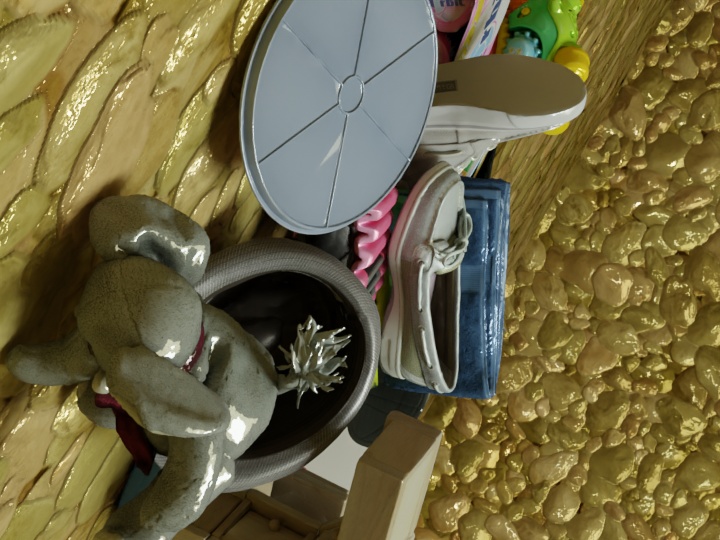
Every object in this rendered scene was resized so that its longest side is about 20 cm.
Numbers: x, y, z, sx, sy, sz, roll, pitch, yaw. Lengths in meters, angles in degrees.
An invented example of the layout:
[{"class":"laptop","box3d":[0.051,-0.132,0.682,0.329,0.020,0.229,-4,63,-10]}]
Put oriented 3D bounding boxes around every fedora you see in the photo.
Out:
[{"class":"fedora","box3d":[-0.086,0.062,1.026,0.199,0.178,0.090,-34,-160,-11]}]

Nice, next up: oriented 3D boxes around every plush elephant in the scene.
[{"class":"plush elephant","box3d":[-0.125,0.056,0.796,0.199,0.155,0.165,-30,-136,19]}]

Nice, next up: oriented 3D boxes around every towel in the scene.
[{"class":"towel","box3d":[0.074,0.014,1.215,0.049,0.111,0.202,-39,132,-70]}]

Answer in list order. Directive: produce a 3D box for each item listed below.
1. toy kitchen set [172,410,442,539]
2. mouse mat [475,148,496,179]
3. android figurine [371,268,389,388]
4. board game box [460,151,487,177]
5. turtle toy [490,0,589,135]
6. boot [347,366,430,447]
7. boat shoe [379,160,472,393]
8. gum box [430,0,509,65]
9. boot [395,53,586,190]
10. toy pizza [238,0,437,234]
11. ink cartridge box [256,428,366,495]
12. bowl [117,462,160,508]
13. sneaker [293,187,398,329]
[{"class":"toy kitchen set","box3d":[-0.040,0.162,1.114,0.163,0.199,0.182,-41,149,-57]},{"class":"mouse mat","box3d":[0.102,-0.019,1.342,0.161,0.007,0.201,106,-1,-77]},{"class":"android figurine","box3d":[0.000,0.000,1.229,0.182,0.041,0.202,-127,-142,-83]},{"class":"board game box","box3d":[0.098,-0.106,1.329,0.135,0.034,0.200,-61,177,2]},{"class":"turtle toy","box3d":[0.181,-0.223,1.499,0.201,0.100,0.147,105,-10,-52]},{"class":"boot","box3d":[0.043,0.062,1.366,0.154,0.073,0.205,-82,-171,-73]},{"class":"boat shoe","box3d":[0.062,0.007,1.119,0.074,0.064,0.203,-35,140,-52]},{"class":"gum box","box3d":[0.070,-0.199,1.166,0.114,0.066,0.201,-51,166,-44]},{"class":"boot","box3d":[0.082,-0.116,1.116,0.096,0.198,0.074,82,10,-50]},{"class":"toy pizza","box3d":[-0.017,-0.124,0.939,0.200,0.032,0.202,-28,128,-42]},{"class":"ink cartridge box","box3d":[-0.058,0.235,1.543,0.084,0.144,0.200,-52,167,-32]},{"class":"bowl","box3d":[-0.148,0.162,1.221,0.201,0.039,0.201,-56,168,-18]},{"class":"sneaker","box3d":[-0.024,-0.037,1.082,0.079,0.095,0.201,-48,152,-62]}]
